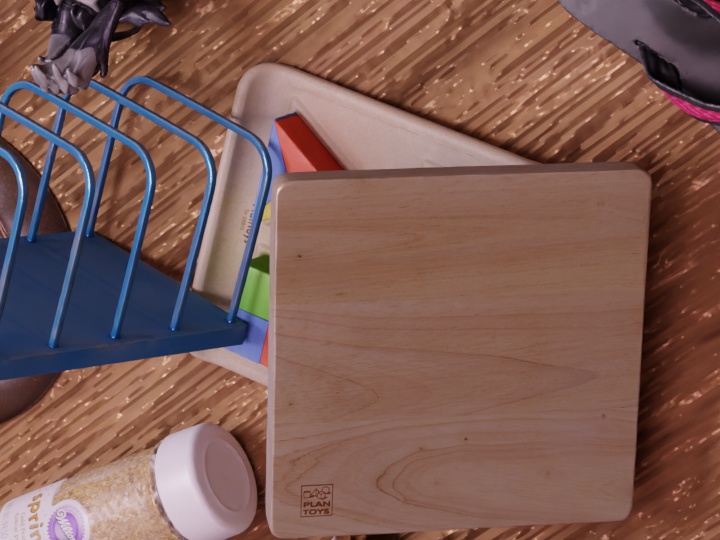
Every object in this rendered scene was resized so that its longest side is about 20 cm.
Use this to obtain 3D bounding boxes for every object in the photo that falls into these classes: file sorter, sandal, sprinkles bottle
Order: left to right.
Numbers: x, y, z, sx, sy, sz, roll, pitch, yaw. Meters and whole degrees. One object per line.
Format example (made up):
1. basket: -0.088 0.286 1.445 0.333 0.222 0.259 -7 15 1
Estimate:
1. file sorter: -0.165 -0.031 1.625 0.139 0.200 0.123 30 113 35
2. sprinkles bottle: -0.158 0.152 1.759 0.200 0.068 0.068 -22 93 28
3. sandal: 0.181 -0.113 1.550 0.200 0.045 0.075 33 114 14

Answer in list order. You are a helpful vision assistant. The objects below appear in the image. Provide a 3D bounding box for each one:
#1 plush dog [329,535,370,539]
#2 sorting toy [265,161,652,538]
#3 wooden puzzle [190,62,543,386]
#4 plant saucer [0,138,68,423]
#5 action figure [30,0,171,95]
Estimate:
1. plush dog: 0.051 0.214 1.658 0.171 0.161 0.200 12 136 7
2. sorting toy: 0.046 0.034 1.588 0.199 0.070 0.200 -2 109 -10
3. wooden puzzle: 0.000 0.000 1.661 0.199 0.046 0.186 21 110 19
4. plant saucer: -0.264 0.004 1.793 0.199 0.032 0.201 6 104 24
5. action figure: -0.181 -0.157 1.619 0.119 0.200 0.102 23 72 24
